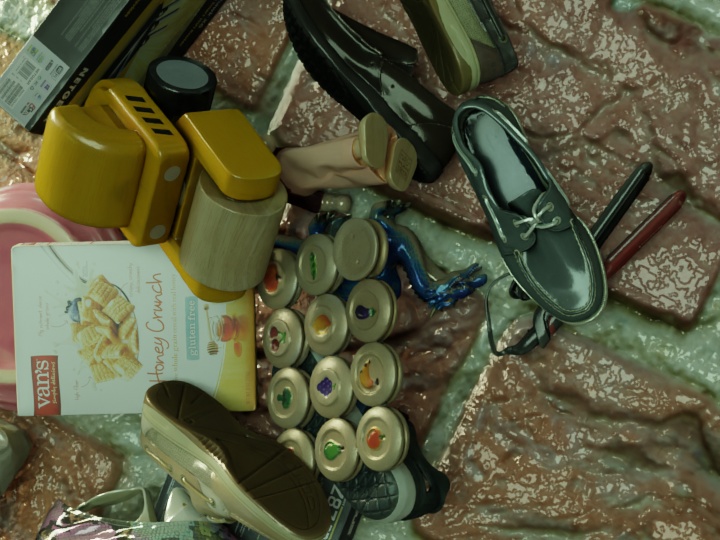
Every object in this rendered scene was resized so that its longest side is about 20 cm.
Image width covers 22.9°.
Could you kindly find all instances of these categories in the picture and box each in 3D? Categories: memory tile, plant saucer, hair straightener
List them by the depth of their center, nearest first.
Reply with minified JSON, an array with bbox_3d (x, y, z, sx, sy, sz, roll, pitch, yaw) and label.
[{"bbox_3d":[-0.025,0.067,1.402,0.153,0.017,0.200,-17,74,44],"label":"memory tile"},{"bbox_3d":[0.167,-0.012,1.424,0.077,0.041,0.200,45,103,16],"label":"hair straightener"},{"bbox_3d":[-0.293,0.022,1.534,0.200,0.051,0.201,-1,87,14],"label":"plant saucer"}]

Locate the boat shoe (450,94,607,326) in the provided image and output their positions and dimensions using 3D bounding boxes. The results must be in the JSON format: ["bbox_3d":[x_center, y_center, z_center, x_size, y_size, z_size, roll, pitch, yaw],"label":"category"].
[{"bbox_3d":[0.127,-0.046,1.383,0.073,0.062,0.200,-29,81,14],"label":"boat shoe"}]

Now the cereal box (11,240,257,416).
[{"bbox_3d":[-0.186,0.047,1.473,0.200,0.040,0.144,-2,96,-3],"label":"cereal box"}]

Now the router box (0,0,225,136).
[{"bbox_3d":[-0.198,-0.196,1.465,0.052,0.157,0.200,41,98,13],"label":"router box"}]

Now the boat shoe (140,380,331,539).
[{"bbox_3d":[-0.102,0.165,1.407,0.200,0.072,0.065,35,123,30],"label":"boat shoe"}]

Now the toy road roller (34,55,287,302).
[{"bbox_3d":[-0.164,-0.069,1.389,0.200,0.146,0.123,50,136,36],"label":"toy road roller"}]

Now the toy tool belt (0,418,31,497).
[{"bbox_3d":[-0.388,0.161,1.517,0.200,0.125,0.123,22,85,16],"label":"toy tool belt"}]

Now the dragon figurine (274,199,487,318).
[{"bbox_3d":[0.000,0.000,1.451,0.200,0.059,0.100,-10,84,15],"label":"dragon figurine"}]

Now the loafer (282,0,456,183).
[{"bbox_3d":[0.013,-0.162,1.459,0.071,0.073,0.200,-40,86,-12],"label":"loafer"}]

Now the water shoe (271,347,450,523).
[{"bbox_3d":[-0.004,0.130,1.445,0.072,0.079,0.200,-56,49,26],"label":"water shoe"}]

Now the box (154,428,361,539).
[{"bbox_3d":[-0.101,0.238,1.472,0.161,0.049,0.200,21,92,17],"label":"box"}]

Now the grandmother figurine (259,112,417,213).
[{"bbox_3d":[-0.051,-0.081,1.445,0.200,0.121,0.061,-6,51,37],"label":"grandmother figurine"}]

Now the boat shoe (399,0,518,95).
[{"bbox_3d":[0.069,-0.234,1.445,0.065,0.073,0.200,-13,71,-17],"label":"boat shoe"}]

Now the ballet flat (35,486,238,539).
[{"bbox_3d":[-0.172,0.211,1.443,0.200,0.069,0.071,1,66,20],"label":"ballet flat"}]
